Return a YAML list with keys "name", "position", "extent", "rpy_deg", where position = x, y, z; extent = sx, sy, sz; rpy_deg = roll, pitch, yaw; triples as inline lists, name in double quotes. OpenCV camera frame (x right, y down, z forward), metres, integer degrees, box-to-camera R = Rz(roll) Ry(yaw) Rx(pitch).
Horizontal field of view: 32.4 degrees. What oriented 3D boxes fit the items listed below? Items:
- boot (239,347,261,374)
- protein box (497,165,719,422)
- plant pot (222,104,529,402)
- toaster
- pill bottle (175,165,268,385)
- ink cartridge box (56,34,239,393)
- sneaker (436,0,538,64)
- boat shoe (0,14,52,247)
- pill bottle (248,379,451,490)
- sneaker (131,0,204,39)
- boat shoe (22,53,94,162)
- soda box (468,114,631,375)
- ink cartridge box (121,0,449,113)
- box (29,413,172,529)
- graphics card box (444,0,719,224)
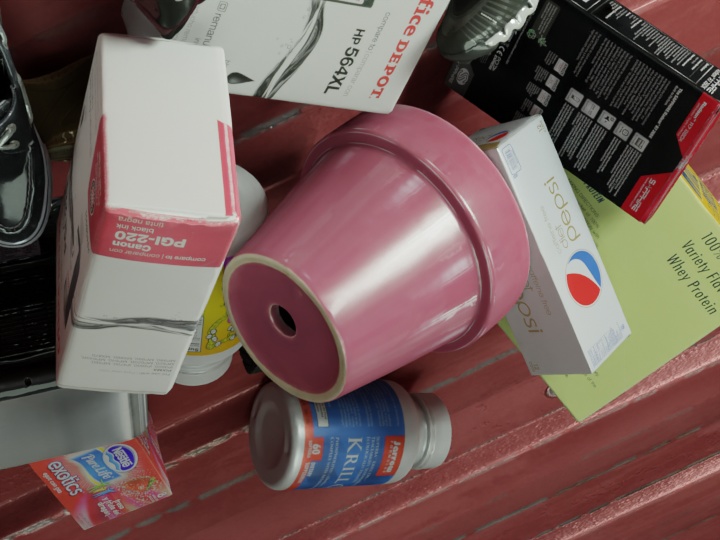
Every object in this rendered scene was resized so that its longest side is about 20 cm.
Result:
- name: "boot"
  position: [-0.029, 0.026, 1.165]
  extent: [0.130, 0.068, 0.200]
  rpy_deg: [-5, 147, -31]
- name: "protein box"
  position: [0.214, -0.018, 1.094]
  extent: [0.200, 0.199, 0.135]
  rpy_deg: [-38, -175, 19]
- name: "plant pot"
  position: [0.000, 0.000, 0.948]
  extent: [0.179, 0.200, 0.201]
  rpy_deg: [-38, 154, -35]
- name: "toaster"
  position: [-0.255, 0.041, 0.957]
  extent: [0.199, 0.181, 0.119]
  rpy_deg: [-12, 145, -14]
- name: "pill bottle"
  position: [-0.137, 0.008, 1.040]
  extent: [0.104, 0.105, 0.201]
  rpy_deg: [-9, 141, -19]
- name: "ink cartridge box"
  position: [-0.146, -0.031, 0.812]
  extent: [0.084, 0.146, 0.200]
  rpy_deg: [4, 143, -18]
- name: "sneaker"
  position: [0.104, -0.243, 0.868]
  extent: [0.090, 0.066, 0.200]
  rpy_deg: [38, 87, -39]
- name: "boat shoe"
  position: [-0.246, -0.103, 0.806]
  extent: [0.071, 0.068, 0.201]
  rpy_deg: [-9, 113, -11]
- name: "pill bottle"
  position: [-0.007, 0.171, 1.303]
  extent: [0.199, 0.113, 0.112]
  rpy_deg: [2, 137, -30]
- name: "sneaker"
  position: [-0.159, -0.185, 0.744]
  extent: [0.199, 0.076, 0.116]
  rpy_deg: [-6, 127, 27]
- name: "boat shoe"
  position: [-0.200, -0.114, 0.897]
  extent: [0.199, 0.073, 0.065]
  rpy_deg: [-14, -178, -13]
- name: "soda box"
  position: [0.139, -0.017, 0.984]
  extent: [0.068, 0.201, 0.064]
  rpy_deg: [-7, -157, 49]
- name: "ink cartridge box"
  position: [-0.045, -0.197, 0.855]
  extent: [0.199, 0.085, 0.146]
  rpy_deg: [3, 136, -30]
- name: "box"
  position: [-0.255, 0.140, 1.140]
  extent: [0.094, 0.103, 0.200]
  rpy_deg: [-21, 142, -4]
- name: "graphics card box"
  position: [0.173, -0.144, 0.954]
  extent: [0.051, 0.200, 0.126]
  rpy_deg: [-41, 162, -46]
